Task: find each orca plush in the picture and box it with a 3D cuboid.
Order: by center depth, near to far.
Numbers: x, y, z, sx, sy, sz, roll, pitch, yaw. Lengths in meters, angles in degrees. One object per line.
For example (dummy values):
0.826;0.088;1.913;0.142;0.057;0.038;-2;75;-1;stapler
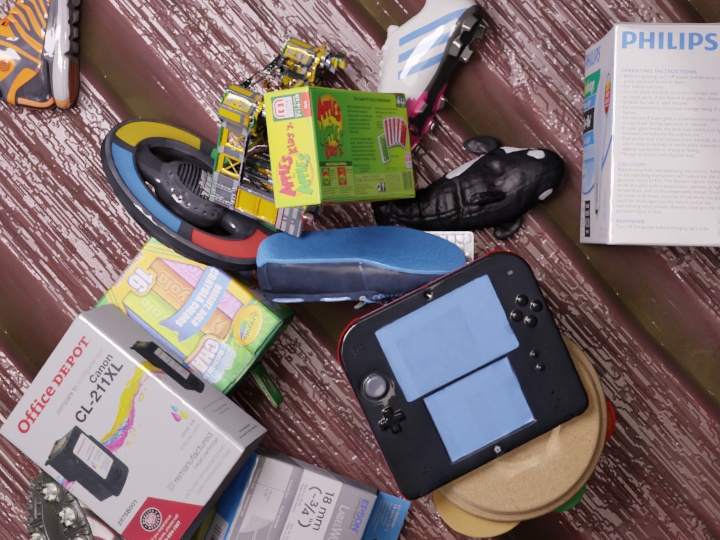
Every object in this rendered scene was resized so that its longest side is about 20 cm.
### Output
0.107;-0.084;1.502;0.198;0.071;0.106;1;92;3;orca plush

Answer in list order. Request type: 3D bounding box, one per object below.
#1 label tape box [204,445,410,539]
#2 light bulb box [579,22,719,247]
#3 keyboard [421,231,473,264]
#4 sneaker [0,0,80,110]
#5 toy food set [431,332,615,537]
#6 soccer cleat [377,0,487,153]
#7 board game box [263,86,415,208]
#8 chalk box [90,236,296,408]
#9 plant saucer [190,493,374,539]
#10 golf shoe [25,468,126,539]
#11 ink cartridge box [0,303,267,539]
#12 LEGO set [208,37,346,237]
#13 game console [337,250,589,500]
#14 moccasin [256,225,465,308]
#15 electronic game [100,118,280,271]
-0.047;0.269;1.465;0.199;0.063;0.145;22;87;-22;label tape box
0.284;-0.123;1.431;0.124;0.198;0.202;1;91;0;light bulb box
0.082;0.063;1.463;0.056;0.011;0.202;0;90;2;keyboard
-0.343;-0.265;1.514;0.111;0.078;0.202;2;92;1;sneaker
0.145;0.145;1.437;0.197;0.049;0.201;-22;92;-6;toy food set
0.048;-0.195;1.513;0.086;0.070;0.201;34;95;23;soccer cleat
-0.015;-0.113;1.384;0.047;0.200;0.103;-6;92;27;board game box
-0.147;0.057;1.492;0.200;0.125;0.124;39;94;0;chalk box
-0.107;0.326;1.506;0.198;0.048;0.202;17;88;-22;plant saucer
-0.245;0.273;1.421;0.077;0.088;0.201;-38;78;31;golf shoe
-0.212;0.150;1.396;0.200;0.083;0.146;38;102;6;ink cartridge box
-0.055;-0.126;1.439;0.115;0.200;0.155;22;116;13;LEGO set
0.093;0.094;1.390;0.199;0.031;0.178;-26;94;-5;game console
0.000;0.000;1.438;0.198;0.081;0.069;4;126;-1;moccasin
-0.163;-0.075;1.457;0.200;0.200;0.042;40;116;1;electronic game
